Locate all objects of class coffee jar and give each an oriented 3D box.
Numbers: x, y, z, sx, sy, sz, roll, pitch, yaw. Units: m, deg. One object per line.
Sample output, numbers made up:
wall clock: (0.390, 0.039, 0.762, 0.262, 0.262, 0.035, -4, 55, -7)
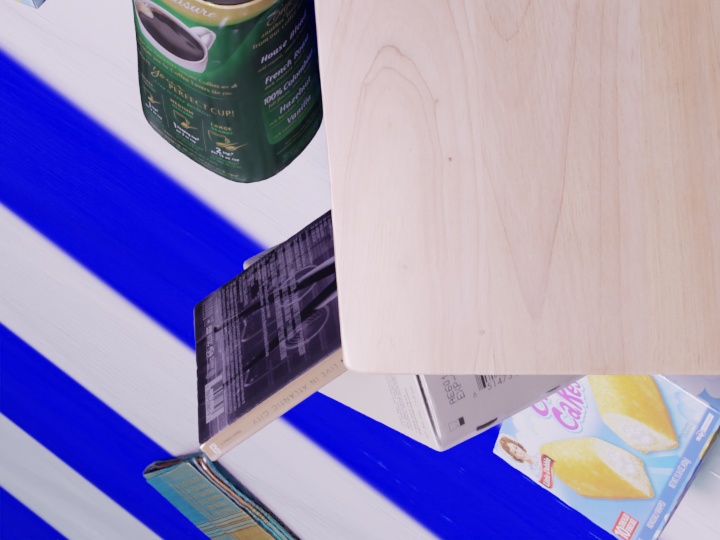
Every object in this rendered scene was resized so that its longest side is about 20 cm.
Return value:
coffee jar: (-0.074, -0.141, 0.991, 0.104, 0.085, 0.201, 34, 155, 19)

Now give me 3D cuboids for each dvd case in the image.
dvd case: (0.000, 0.000, 0.931, 0.016, 0.199, 0.149, 50, -168, -24)

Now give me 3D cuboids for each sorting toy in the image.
sorting toy: (0.088, -0.062, 0.788, 0.197, 0.070, 0.202, 0, 108, 11)

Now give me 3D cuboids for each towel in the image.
towel: (-0.106, 0.242, 1.727, 0.200, 0.022, 0.146, 44, 155, -12)

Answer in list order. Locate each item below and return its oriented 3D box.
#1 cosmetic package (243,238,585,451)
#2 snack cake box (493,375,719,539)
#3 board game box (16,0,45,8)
cosmetic package: (0.027, 0.023, 0.995, 0.200, 0.103, 0.074, 19, 130, 61)
snack cake box: (0.149, 0.070, 1.054, 0.114, 0.067, 0.201, 32, 153, 13)
board game box: (-0.232, -0.239, 1.024, 0.199, 0.105, 0.103, 23, 150, 30)
